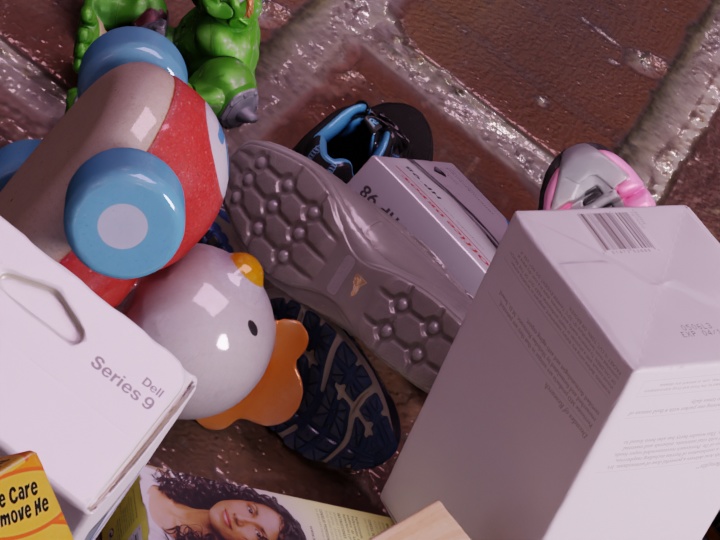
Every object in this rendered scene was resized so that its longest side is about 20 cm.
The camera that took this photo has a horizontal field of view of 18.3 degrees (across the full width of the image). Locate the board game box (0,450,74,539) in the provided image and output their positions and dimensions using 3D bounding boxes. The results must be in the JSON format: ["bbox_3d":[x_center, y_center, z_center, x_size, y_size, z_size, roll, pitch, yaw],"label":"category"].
[{"bbox_3d":[-0.200,0.207,0.759,0.200,0.199,0.201,-34,105,-54],"label":"board game box"}]

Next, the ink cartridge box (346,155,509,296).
[{"bbox_3d":[0.044,-0.006,1.346,0.116,0.067,0.200,46,14,12],"label":"ink cartridge box"}]

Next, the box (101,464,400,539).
[{"bbox_3d":[-0.033,0.160,1.157,0.199,0.050,0.076,15,40,-30],"label":"box"}]

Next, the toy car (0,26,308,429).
[{"bbox_3d":[-0.099,0.005,1.193,0.199,0.177,0.185,37,20,-22],"label":"toy car"}]

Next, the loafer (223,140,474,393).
[{"bbox_3d":[0.000,0.000,1.236,0.200,0.070,0.070,44,13,24],"label":"loafer"}]

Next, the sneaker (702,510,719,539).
[{"bbox_3d":[0.239,0.173,1.328,0.200,0.078,0.082,42,-2,-3],"label":"sneaker"}]

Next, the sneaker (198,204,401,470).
[{"bbox_3d":[-0.037,0.027,1.290,0.200,0.077,0.085,49,32,16],"label":"sneaker"}]

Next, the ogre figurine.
[{"bbox_3d":[-0.120,-0.151,1.412,0.119,0.099,0.200,9,24,-8],"label":"ogre figurine"}]

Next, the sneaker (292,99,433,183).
[{"bbox_3d":[0.006,-0.071,1.433,0.073,0.082,0.200,38,33,6],"label":"sneaker"}]

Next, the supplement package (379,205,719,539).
[{"bbox_3d":[0.114,0.081,1.142,0.120,0.201,0.120,-3,42,-35],"label":"supplement package"}]

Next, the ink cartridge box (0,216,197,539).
[{"bbox_3d":[-0.172,0.069,0.997,0.145,0.200,0.088,37,57,0],"label":"ink cartridge box"}]

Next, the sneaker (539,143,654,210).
[{"bbox_3d":[0.147,0.000,1.361,0.078,0.201,0.096,-18,34,1],"label":"sneaker"}]

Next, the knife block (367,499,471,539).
[{"bbox_3d":[-0.037,0.189,1.018,0.064,0.200,0.175,50,7,18],"label":"knife block"}]
